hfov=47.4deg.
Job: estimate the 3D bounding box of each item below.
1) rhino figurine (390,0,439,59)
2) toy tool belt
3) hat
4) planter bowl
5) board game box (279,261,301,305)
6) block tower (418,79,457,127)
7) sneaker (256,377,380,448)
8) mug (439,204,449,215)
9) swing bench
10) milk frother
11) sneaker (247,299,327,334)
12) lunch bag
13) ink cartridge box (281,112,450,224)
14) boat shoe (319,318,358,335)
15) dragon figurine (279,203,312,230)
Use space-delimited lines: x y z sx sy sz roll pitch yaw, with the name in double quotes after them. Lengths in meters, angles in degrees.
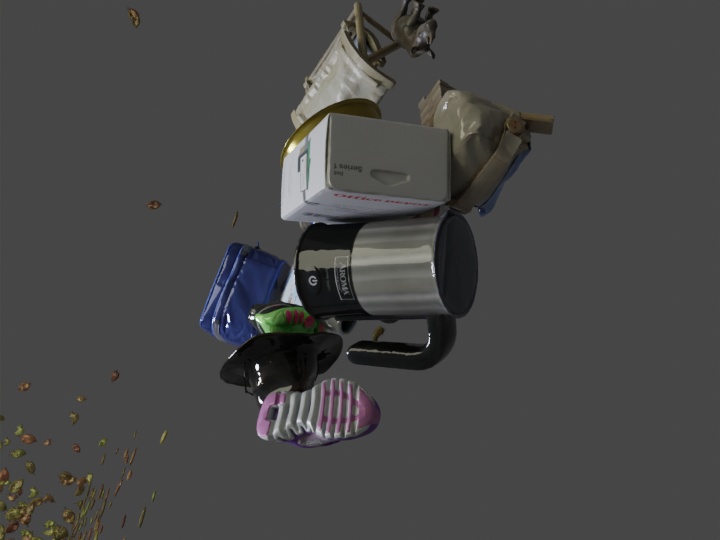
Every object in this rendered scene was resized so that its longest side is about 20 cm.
0.098 -0.410 1.397 0.201 0.059 0.088 -112 38 -60 "rhino figurine"
0.135 -0.116 0.957 0.201 0.121 0.126 120 148 -53 "toy tool belt"
-0.111 0.162 1.195 0.201 0.198 0.082 -45 48 45 "hat"
-0.031 -0.191 1.399 0.201 0.199 0.084 -50 62 39 "planter bowl"
-0.077 0.014 1.420 0.201 0.043 0.200 -58 22 24 "board game box"
0.121 -0.183 1.110 0.058 0.053 0.201 -52 25 33 "block tower"
-0.044 0.201 1.101 0.198 0.088 0.081 -13 53 39 "sneaker"
0.022 -0.113 1.144 0.151 0.152 0.186 -66 20 4 "mug"
-0.025 -0.341 1.490 0.199 0.129 0.201 -49 15 37 "swing bench"
0.055 0.004 0.987 0.186 0.183 0.200 -2 28 31 "milk frother"
-0.105 0.077 1.261 0.078 0.083 0.200 -66 -24 -3 "sneaker"
-0.219 0.042 1.560 0.136 0.131 0.203 73 -145 -75 "lunch bag"
0.001 -0.107 0.942 0.200 0.144 0.086 162 111 -69 "ink cartridge box"
0.000 0.000 1.214 0.068 0.072 0.202 28 89 49 "boat shoe"
-0.107 -0.122 1.498 0.099 0.199 0.059 45 103 28 "dragon figurine"
